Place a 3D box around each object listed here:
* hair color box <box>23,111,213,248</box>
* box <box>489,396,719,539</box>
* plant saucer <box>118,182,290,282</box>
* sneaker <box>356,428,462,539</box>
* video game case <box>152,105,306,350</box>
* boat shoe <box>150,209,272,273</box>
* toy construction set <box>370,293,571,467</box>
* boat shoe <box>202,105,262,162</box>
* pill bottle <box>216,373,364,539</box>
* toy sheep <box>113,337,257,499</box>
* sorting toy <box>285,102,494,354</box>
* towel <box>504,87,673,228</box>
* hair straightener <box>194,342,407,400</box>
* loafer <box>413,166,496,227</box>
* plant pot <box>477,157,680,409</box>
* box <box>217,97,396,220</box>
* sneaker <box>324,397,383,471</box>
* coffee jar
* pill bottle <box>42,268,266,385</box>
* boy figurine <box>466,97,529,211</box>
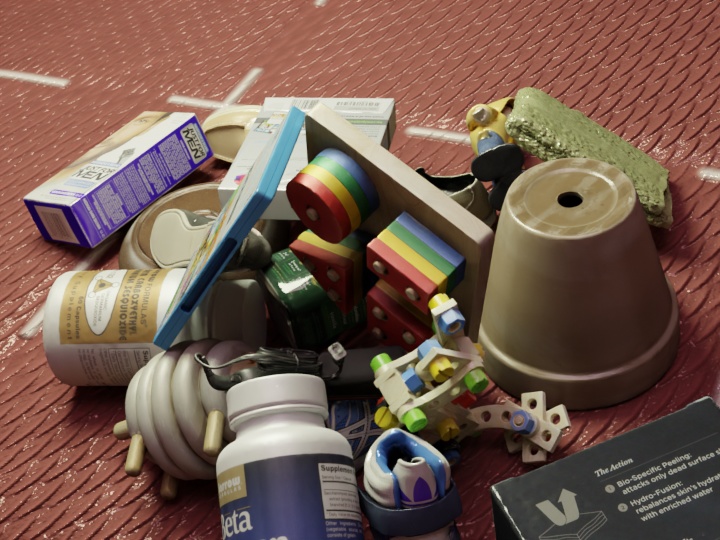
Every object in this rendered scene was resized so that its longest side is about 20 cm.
[{"bbox_3d":[-0.283,-0.111,1.416,0.109,0.065,0.200,9,40,45],"label":"hair color box"},{"bbox_3d":[0.227,0.228,0.895,0.195,0.118,0.200,-20,43,-10],"label":"box"},{"bbox_3d":[-0.179,-0.040,1.356,0.199,0.032,0.201,-5,41,5],"label":"plant saucer"},{"bbox_3d":[0.048,0.216,0.924,0.080,0.147,0.201,-15,40,-5],"label":"sneaker"},{"bbox_3d":[-0.115,-0.037,1.061,0.018,0.200,0.144,30,36,-12],"label":"video game case"},{"bbox_3d":[-0.159,-0.024,1.249,0.057,0.067,0.200,17,-4,-32],"label":"boat shoe"},{"bbox_3d":[0.086,0.109,1.030,0.131,0.200,0.092,-44,39,13],"label":"toy construction set"},{"bbox_3d":[-0.104,-0.146,1.426,0.198,0.074,0.069,5,37,17],"label":"boat shoe"},{"bbox_3d":[-0.056,0.189,0.947,0.110,0.111,0.201,-9,70,2],"label":"pill bottle"},{"bbox_3d":[-0.149,0.129,1.086,0.199,0.138,0.138,-14,37,26],"label":"toy sheep"},{"bbox_3d":[0.013,-0.015,1.063,0.198,0.200,0.070,39,67,21],"label":"sorting toy"},{"bbox_3d":[0.243,-0.120,1.270,0.199,0.037,0.148,32,25,0],"label":"towel"},{"bbox_3d":[-0.043,0.075,1.015,0.199,0.077,0.041,6,51,-27],"label":"hair straightener"},{"bbox_3d":[0.050,-0.085,1.325,0.198,0.070,0.075,1,42,13],"label":"loafer"},{"bbox_3d":[0.196,-0.001,1.121,0.198,0.174,0.201,-7,41,6],"label":"plant pot"},{"bbox_3d":[-0.052,-0.124,1.301,0.155,0.041,0.200,2,35,11],"label":"box"},{"bbox_3d":[-0.009,0.135,1.083,0.075,0.077,0.200,20,48,33],"label":"sneaker"},{"bbox_3d":[0.000,0.000,1.228,0.199,0.086,0.104,-24,40,-14],"label":"coffee jar"},{"bbox_3d":[-0.199,0.056,1.186,0.198,0.115,0.115,-1,41,10],"label":"pill bottle"},{"bbox_3d":[0.158,-0.132,1.329,0.064,0.125,0.200,-26,19,18],"label":"boy figurine"}]
